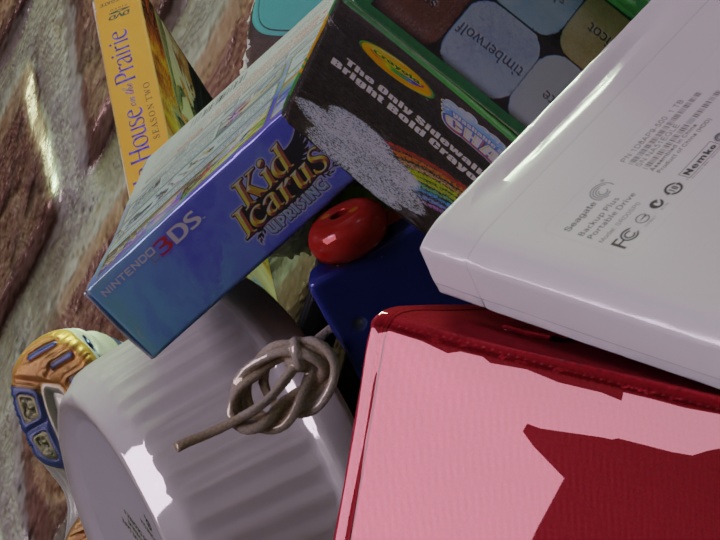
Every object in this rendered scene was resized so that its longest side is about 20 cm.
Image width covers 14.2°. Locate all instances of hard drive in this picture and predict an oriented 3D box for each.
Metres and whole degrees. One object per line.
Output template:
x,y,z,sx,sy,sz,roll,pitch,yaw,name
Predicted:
0.130,-0.018,0.790,0.200,0.132,0.027,19,144,43,hard drive

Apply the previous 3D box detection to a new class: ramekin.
-0.060,0.110,1.281,0.203,0.094,0.203,54,157,35,ramekin

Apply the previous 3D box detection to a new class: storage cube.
0.106,0.113,0.853,0.179,0.171,0.201,13,98,31,storage cube

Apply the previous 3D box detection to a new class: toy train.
0.000,0.000,1.204,0.085,0.200,0.116,61,180,-22,toy train

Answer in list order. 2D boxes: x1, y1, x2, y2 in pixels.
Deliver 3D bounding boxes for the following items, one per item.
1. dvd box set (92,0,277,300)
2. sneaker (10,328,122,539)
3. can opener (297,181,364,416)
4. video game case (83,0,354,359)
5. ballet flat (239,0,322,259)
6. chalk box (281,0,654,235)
-0.081,-0.027,1.441,0.146,0.029,0.200,58,-167,-48,dvd box set
-0.119,0.126,1.547,0.075,0.088,0.201,-17,83,25,sneaker
-0.001,0.011,1.347,0.063,0.079,0.201,19,106,25,can opener
-0.021,-0.068,1.238,0.200,0.045,0.181,-41,11,17,video game case
-0.022,-0.098,1.393,0.072,0.072,0.201,-1,70,65,ballet flat
0.067,-0.085,0.985,0.124,0.125,0.200,-51,1,-15,chalk box
